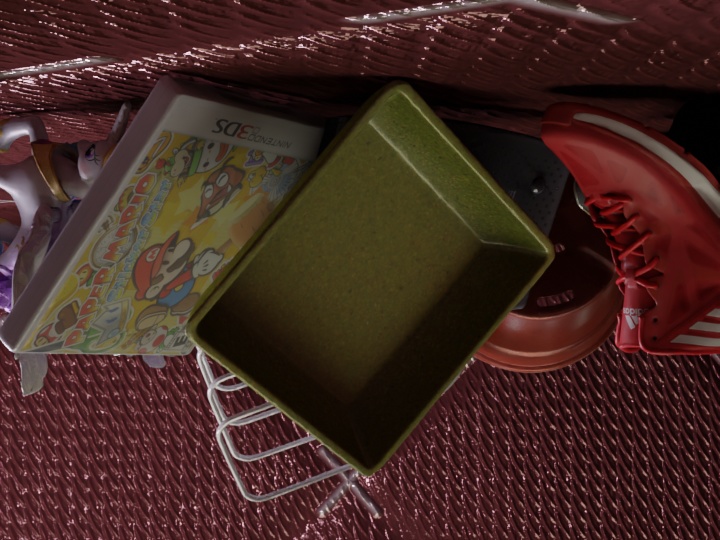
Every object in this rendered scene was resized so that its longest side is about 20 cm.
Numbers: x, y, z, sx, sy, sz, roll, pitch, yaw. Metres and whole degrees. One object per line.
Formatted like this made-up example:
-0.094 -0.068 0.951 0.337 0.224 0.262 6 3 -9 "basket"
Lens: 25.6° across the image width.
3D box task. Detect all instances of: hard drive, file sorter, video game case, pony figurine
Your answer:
0.047 -0.041 1.086 0.200 0.135 0.042 4 -160 -36 "hard drive"
-0.084 0.091 1.486 0.124 0.200 0.139 -19 137 -2 "file sorter"
-0.118 -0.027 1.023 0.023 0.200 0.182 44 -161 25 "video game case"
-0.219 -0.022 1.106 0.200 0.193 0.166 5 -169 31 "pony figurine"

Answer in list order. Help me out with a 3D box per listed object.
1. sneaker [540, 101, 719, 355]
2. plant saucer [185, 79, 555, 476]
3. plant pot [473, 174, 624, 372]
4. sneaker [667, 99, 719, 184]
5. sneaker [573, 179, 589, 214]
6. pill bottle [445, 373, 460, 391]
0.178 -0.014 1.004 0.200 0.116 0.078 32 172 -16 "sneaker"
0.003 0.003 1.008 0.200 0.200 0.048 43 176 -40 "plant saucer"
0.157 -0.017 1.439 0.200 0.201 0.195 0 171 4 "plant pot"
0.235 -0.082 1.048 0.091 0.076 0.200 11 169 -18 "sneaker"
0.265 -0.075 1.233 0.200 0.078 0.077 -3 165 14 "sneaker"
0.027 0.008 1.304 0.113 0.113 0.200 0 -140 0 "pill bottle"
